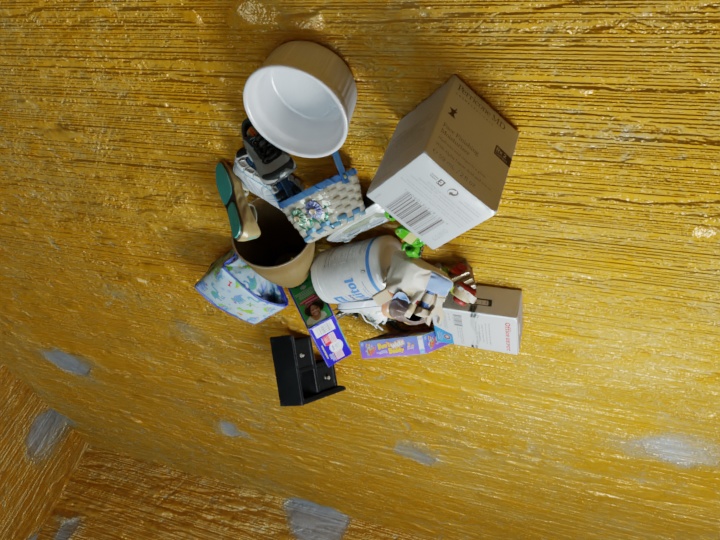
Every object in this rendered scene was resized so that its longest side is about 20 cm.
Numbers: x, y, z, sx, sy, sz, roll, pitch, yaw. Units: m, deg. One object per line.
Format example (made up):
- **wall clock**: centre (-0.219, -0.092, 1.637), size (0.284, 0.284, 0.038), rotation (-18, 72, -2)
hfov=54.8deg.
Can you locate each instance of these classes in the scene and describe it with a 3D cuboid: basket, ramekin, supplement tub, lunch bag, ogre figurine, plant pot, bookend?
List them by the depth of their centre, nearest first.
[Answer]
- **ramekin**: centre (-0.101, -0.310, 1.247), size (0.198, 0.098, 0.201), rotation (15, 145, 11)
- **ogre figurine**: centre (0.091, -0.132, 1.356), size (0.097, 0.121, 0.200), rotation (-17, 131, 37)
- **basket**: centre (-0.088, -0.173, 1.403), size (0.175, 0.138, 0.202), rotation (-23, 91, 45)
- **supplement tub**: centre (0.000, 0.000, 1.572), size (0.198, 0.133, 0.132), rotation (-13, 132, 39)
- **plant pot**: centre (-0.181, -0.046, 1.595), size (0.184, 0.188, 0.201), rotation (13, 156, 13)
- **lunch bag**: centre (-0.299, 0.047, 1.806), size (0.200, 0.128, 0.169), rotation (46, 140, -15)
- **bookend**: centre (-0.152, 0.277, 2.036), size (0.091, 0.201, 0.199), rotation (-10, 178, 38)

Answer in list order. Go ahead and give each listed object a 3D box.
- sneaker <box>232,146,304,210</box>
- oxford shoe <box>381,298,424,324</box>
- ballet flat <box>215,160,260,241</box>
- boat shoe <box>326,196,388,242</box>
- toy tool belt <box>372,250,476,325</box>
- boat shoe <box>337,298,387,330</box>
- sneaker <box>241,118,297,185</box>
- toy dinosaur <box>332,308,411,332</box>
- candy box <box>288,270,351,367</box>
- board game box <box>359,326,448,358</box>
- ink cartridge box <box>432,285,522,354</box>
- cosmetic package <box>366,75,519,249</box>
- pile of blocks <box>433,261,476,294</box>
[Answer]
- **sneaker**: centre (-0.194, -0.180, 1.503), size (0.200, 0.075, 0.087), rotation (42, 150, -8)
- **oxford shoe**: centre (0.132, 0.098, 1.596), size (0.072, 0.072, 0.199), rotation (18, -172, 39)
- **ballet flat**: centre (-0.267, -0.150, 1.518), size (0.062, 0.202, 0.069), rotation (-1, 152, -37)
- **boat shoe**: centre (0.000, -0.104, 1.487), size (0.065, 0.075, 0.201), rotation (42, 134, -19)
- **toy tool belt**: centre (0.133, 0.052, 1.458), size (0.198, 0.125, 0.124), rotation (26, 102, -15)
- **boat shoe**: centre (0.045, 0.103, 1.665), size (0.199, 0.087, 0.075), rotation (-4, -171, -9)
- **sneaker**: centre (-0.187, -0.231, 1.343), size (0.200, 0.074, 0.080), rotation (49, 171, 47)
- **toy dinosaur**: centre (0.038, 0.103, 1.753), size (0.198, 0.078, 0.102), rotation (15, 168, -17)
- **candy box**: centre (-0.109, 0.109, 1.725), size (0.076, 0.201, 0.170), rotation (-28, 138, -6)
- **board game box**: centre (0.116, 0.180, 1.749), size (0.198, 0.134, 0.045), rotation (-11, 90, 38)
- **ink cartridge box**: centre (0.272, 0.108, 1.602), size (0.198, 0.085, 0.147), rotation (7, 143, 20)
- **cosmetic package**: centre (0.143, -0.182, 1.189), size (0.164, 0.201, 0.165), rotation (36, 144, -19)
- **pile of blocks**: centre (0.161, 0.020, 1.550), size (0.198, 0.083, 0.062), rotation (-8, 136, 37)
